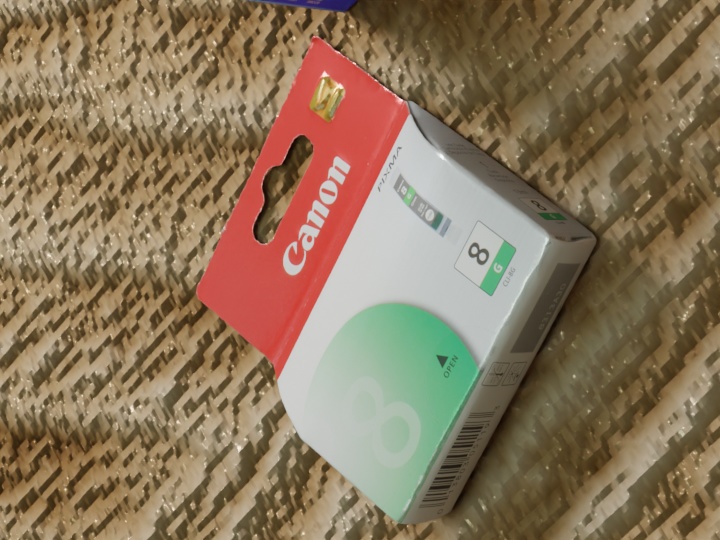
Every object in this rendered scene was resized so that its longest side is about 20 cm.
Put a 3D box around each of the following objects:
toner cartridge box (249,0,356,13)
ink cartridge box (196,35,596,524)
[{"bbox_3d":[-0.076,-0.178,1.123,0.043,0.199,0.095,-42,65,30],"label":"toner cartridge box"},{"bbox_3d":[0.000,0.000,1.160,0.200,0.050,0.162,38,111,29],"label":"ink cartridge box"}]
